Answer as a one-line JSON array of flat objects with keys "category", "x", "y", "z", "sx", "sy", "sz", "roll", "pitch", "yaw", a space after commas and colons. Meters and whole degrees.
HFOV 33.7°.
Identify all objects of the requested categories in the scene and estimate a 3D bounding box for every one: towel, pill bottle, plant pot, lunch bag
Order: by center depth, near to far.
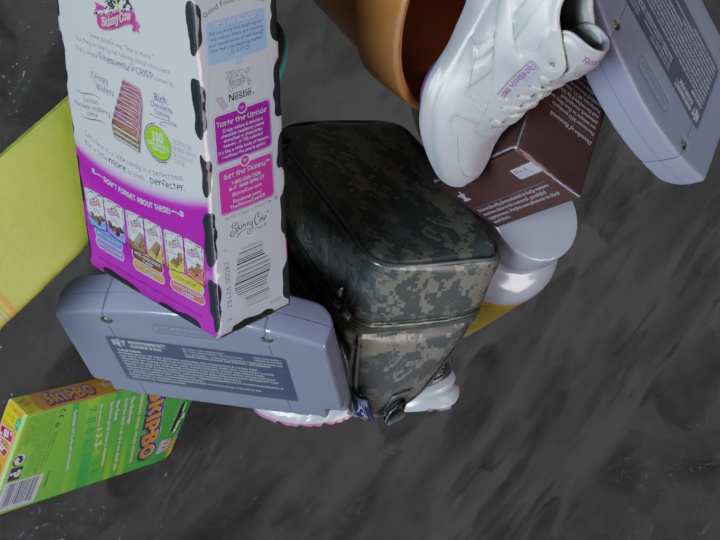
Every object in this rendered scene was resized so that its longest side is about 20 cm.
[{"category": "towel", "x": -0.218, "y": -0.021, "z": 0.728, "sx": 0.200, "sy": 0.018, "sz": 0.086, "roll": -47, "pitch": 130, "yaw": -19}, {"category": "plant pot", "x": 0.038, "y": -0.230, "z": 0.821, "sx": 0.200, "sy": 0.140, "sz": 0.201, "roll": -41, "pitch": 151, "yaw": -29}, {"category": "lunch bag", "x": 0.000, "y": 0.000, "z": 0.953, "sx": 0.138, "sy": 0.200, "sz": 0.169, "roll": -9, "pitch": 135, "yaw": -32}, {"category": "pill bottle", "x": 0.102, "y": -0.014, "z": 1.029, "sx": 0.112, "sy": 0.112, "sz": 0.200, "roll": -40, "pitch": 180, "yaw": -29}]

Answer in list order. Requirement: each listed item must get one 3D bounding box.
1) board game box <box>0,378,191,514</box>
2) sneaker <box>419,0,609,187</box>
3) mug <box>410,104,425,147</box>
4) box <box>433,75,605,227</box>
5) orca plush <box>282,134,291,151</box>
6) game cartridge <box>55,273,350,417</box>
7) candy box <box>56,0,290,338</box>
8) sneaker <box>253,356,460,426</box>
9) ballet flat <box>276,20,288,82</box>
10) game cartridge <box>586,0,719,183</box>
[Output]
[{"category": "board game box", "x": -0.210, "y": 0.128, "z": 0.948, "sx": 0.199, "sy": 0.030, "sz": 0.096, "roll": -7, "pitch": 127, "yaw": -55}, {"category": "sneaker", "x": 0.100, "y": -0.131, "z": 0.770, "sx": 0.075, "sy": 0.099, "sz": 0.201, "roll": -29, "pitch": 146, "yaw": -46}, {"category": "mug", "x": 0.118, "y": -0.134, "z": 1.063, "sx": 0.114, "sy": 0.152, "sz": 0.186, "roll": -40, "pitch": 151, "yaw": -27}, {"category": "box", "x": 0.138, "y": -0.143, "z": 0.909, "sx": 0.100, "sy": 0.075, "sz": 0.201, "roll": -19, "pitch": -137, "yaw": 56}, {"category": "orca plush", "x": -0.084, "y": -0.014, "z": 0.895, "sx": 0.106, "sy": 0.070, "sz": 0.201, "roll": -82, "pitch": -165, "yaw": -56}, {"category": "game cartridge", "x": -0.110, "y": 0.053, "z": 0.854, "sx": 0.134, "sy": 0.198, "sz": 0.042, "roll": 82, "pitch": 18, "yaw": -53}, {"category": "candy box", "x": -0.108, "y": -0.080, "z": 0.690, "sx": 0.061, "sy": 0.136, "sz": 0.202, "roll": -26, "pitch": 128, "yaw": -38}, {"category": "sneaker", "x": -0.008, "y": 0.090, "z": 1.132, "sx": 0.080, "sy": 0.198, "sz": 0.087, "roll": -110, "pitch": -166, "yaw": -76}, {"category": "ballet flat", "x": -0.119, "y": -0.088, "z": 0.805, "sx": 0.068, "sy": 0.068, "sz": 0.201, "roll": 19, "pitch": 105, "yaw": -51}, {"category": "game cartridge", "x": 0.213, "y": -0.166, "z": 0.876, "sx": 0.200, "sy": 0.041, "sz": 0.134, "roll": 50, "pitch": 58, "yaw": -33}]
